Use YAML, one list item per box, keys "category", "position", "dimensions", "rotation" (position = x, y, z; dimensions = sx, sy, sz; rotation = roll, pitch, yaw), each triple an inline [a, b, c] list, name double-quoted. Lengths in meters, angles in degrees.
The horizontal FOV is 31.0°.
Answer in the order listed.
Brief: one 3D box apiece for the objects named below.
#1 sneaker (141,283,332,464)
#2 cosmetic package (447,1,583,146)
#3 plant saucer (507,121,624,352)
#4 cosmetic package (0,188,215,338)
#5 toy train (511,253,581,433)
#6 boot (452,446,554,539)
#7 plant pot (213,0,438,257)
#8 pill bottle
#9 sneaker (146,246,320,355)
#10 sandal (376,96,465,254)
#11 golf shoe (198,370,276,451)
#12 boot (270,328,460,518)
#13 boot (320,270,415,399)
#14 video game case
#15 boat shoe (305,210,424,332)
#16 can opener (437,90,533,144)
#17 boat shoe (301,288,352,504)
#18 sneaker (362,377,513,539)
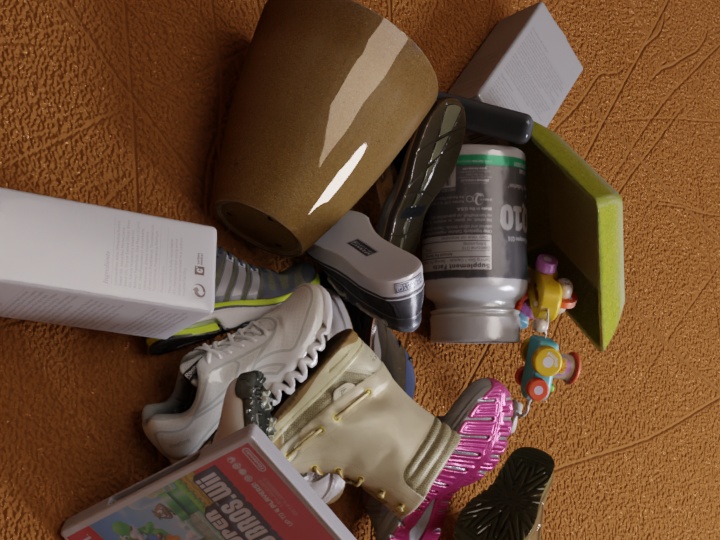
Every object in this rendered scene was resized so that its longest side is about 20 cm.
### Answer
- category: "sneaker"
  position: [-0.102, 0.083, 1.098]
  dimensions: [0.200, 0.075, 0.081]
  rotation: [-49, 115, -8]
- category: "cosmetic package"
  position: [0.175, -0.211, 1.507]
  dimensions: [0.102, 0.071, 0.200]
  rotation: [53, 48, -20]
- category: "plant saucer"
  position: [0.226, -0.049, 1.386]
  dimensions: [0.047, 0.200, 0.201]
  rotation: [-19, 129, -12]
- category: "cosmetic package"
  position: [-0.221, -0.003, 0.995]
  dimensions: [0.198, 0.101, 0.072]
  rotation: [10, 70, -30]
- category: "toy train"
  position: [0.193, 0.069, 1.378]
  dimensions: [0.055, 0.151, 0.202]
  rotation: [9, 57, -6]
- category: "boot"
  position: [0.141, 0.298, 1.267]
  dimensions: [0.175, 0.066, 0.202]
  rotation: [-38, 139, -47]
- category: "plant pot"
  position: [-0.051, -0.121, 1.201]
  dimensions: [0.186, 0.186, 0.201]
  rotation: [39, 67, -31]
- category: "pill bottle"
  position: [0.120, -0.025, 1.364]
  dimensions: [0.112, 0.112, 0.202]
  rotation: [4, 85, -44]
- category: "sneaker"
  position: [-0.114, 0.012, 1.159]
  dimensions: [0.199, 0.074, 0.082]
  rotation: [-16, 87, -48]
- category: "sandal"
  position: [0.045, -0.084, 1.310]
  dimensions: [0.081, 0.054, 0.202]
  rotation: [-9, 125, -54]
- category: "golf shoe"
  position: [-0.116, 0.171, 1.042]
  dimensions: [0.077, 0.087, 0.202]
  rotation: [-70, 169, -66]
- category: "boot"
  position: [-0.024, 0.173, 1.131]
  dimensions: [0.155, 0.073, 0.200]
  rotation: [43, 85, -11]
- category: "boot"
  position: [0.005, 0.076, 1.278]
  dimensions: [0.097, 0.074, 0.202]
  rotation: [34, 50, -59]
- category: "video game case"
  position: [-0.117, 0.211, 1.014]
  dimensions: [0.143, 0.199, 0.018]
  rotation: [51, 26, -21]
- category: "boat shoe"
  position: [0.000, 0.000, 1.212]
  dimensions: [0.071, 0.200, 0.068]
  rotation: [-21, 119, -24]
- category: "can opener"
  position: [0.079, -0.157, 1.344]
  dimensions: [0.053, 0.198, 0.067]
  rotation: [-37, 138, -80]
- category: "boat shoe"
  position: [-0.050, 0.112, 1.194]
  dimensions: [0.069, 0.070, 0.202]
  rotation: [11, 73, -42]
- category: "sneaker"
  position: [0.063, 0.175, 1.226]
  dimensions: [0.081, 0.088, 0.201]
  rotation: [26, 105, -46]
